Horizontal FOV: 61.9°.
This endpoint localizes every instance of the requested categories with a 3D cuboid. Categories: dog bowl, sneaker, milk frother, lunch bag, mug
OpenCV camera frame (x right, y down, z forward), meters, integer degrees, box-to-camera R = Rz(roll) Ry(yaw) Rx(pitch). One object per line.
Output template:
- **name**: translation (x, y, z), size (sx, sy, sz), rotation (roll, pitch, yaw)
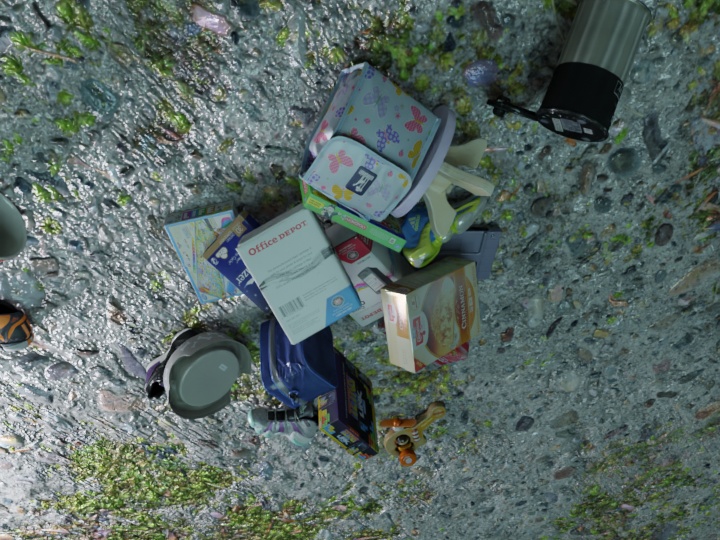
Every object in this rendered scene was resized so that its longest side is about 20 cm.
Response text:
- **dog bowl**: translation (-0.334, 0.222, 1.300), size (0.198, 0.058, 0.203), rotation (-27, 135, -30)
- **sneaker**: translation (-0.403, 0.212, 1.315), size (0.075, 0.089, 0.200), rotation (31, 119, -29)
- **sneaker**: translation (-0.768, 0.108, 1.197), size (0.195, 0.078, 0.114), rotation (-9, 127, -15)
- **milk frother**: translation (0.324, -0.322, 0.960), size (0.196, 0.180, 0.192), rotation (22, 90, 10)
- **lunch bag**: translation (-0.137, 0.189, 1.261), size (0.130, 0.203, 0.136), rotation (-27, 134, 18)
- **sneaker**: translation (0.147, -0.103, 1.145), size (0.199, 0.105, 0.076), rotation (-40, 164, -13)
- **sneaker**: translation (-0.168, 0.353, 1.480), size (0.198, 0.079, 0.140), rotation (26, 121, -37)
- **lunch bag**: translation (0.012, -0.198, 0.970), size (0.168, 0.127, 0.203), rotation (28, 89, -27)
- **mug**: translation (-0.711, -0.063, 1.048), size (0.197, 0.181, 0.133), rotation (-24, 165, 18)

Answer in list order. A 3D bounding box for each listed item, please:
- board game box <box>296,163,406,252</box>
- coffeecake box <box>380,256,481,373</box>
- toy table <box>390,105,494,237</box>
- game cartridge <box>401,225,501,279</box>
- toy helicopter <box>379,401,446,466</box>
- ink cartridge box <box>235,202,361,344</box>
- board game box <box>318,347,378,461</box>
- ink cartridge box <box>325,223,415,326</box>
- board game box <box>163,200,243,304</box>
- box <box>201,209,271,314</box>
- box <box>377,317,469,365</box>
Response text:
- **board game box**: translation (-0.017, -0.115, 1.069), size (0.197, 0.136, 0.029), rotation (24, 115, -26)
- **coffeecake box**: translation (0.140, 0.079, 1.156), size (0.198, 0.072, 0.157), rotation (-23, 113, -36)
- **toy table**: translation (0.136, -0.164, 1.036), size (0.116, 0.184, 0.203), rotation (28, 98, -24)
- **game cartridge**: translation (0.182, -0.033, 1.234), size (0.195, 0.039, 0.132), rotation (-1, 125, -7)
- **toy helicopter**: translation (0.140, 0.411, 1.581), size (0.200, 0.079, 0.132), rotation (-43, 114, 12)
- **ink cartridge box**: translation (-0.106, 0.002, 1.060), size (0.143, 0.084, 0.203), rotation (-28, 107, 3)
- **board game box**: translation (-0.029, 0.303, 1.370), size (0.056, 0.202, 0.166), rotation (-28, 129, 18)
- **ink cartridge box**: translation (0.000, 0.000, 1.182), size (0.146, 0.087, 0.200), rotation (-28, 124, 27)
- **board game box**: translation (-0.280, -0.031, 1.168), size (0.131, 0.035, 0.203), rotation (-11, 130, 2)
- **box**: translation (-0.185, -0.002, 1.126), size (0.121, 0.033, 0.200), rotation (-40, 107, 23)
- **box**: translation (0.140, 0.114, 1.287), size (0.198, 0.101, 0.095), rotation (33, 143, -29)
